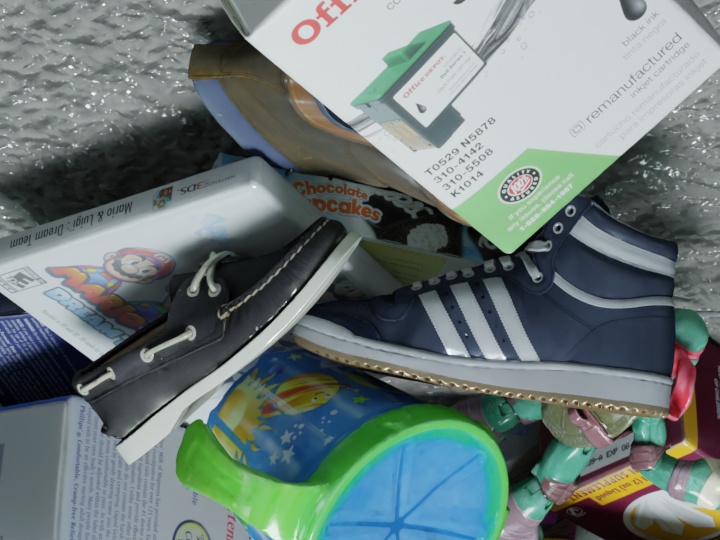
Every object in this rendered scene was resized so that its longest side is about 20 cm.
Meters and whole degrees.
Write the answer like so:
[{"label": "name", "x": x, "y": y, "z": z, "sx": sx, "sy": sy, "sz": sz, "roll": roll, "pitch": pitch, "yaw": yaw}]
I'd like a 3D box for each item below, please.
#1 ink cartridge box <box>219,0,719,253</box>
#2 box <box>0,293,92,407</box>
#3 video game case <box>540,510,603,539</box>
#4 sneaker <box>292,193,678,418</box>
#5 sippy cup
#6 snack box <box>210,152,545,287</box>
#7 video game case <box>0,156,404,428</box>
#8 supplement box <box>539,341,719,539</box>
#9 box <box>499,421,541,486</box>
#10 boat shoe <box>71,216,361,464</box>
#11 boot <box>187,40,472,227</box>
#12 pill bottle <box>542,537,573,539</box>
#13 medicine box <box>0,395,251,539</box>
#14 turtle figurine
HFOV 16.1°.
[{"label": "ink cartridge box", "x": 0.046, "y": -0.121, "z": 1.144, "sx": 0.146, "sy": 0.084, "sz": 0.200, "roll": -43, "pitch": 132, "yaw": 13}, {"label": "box", "x": -0.226, "y": 0.051, "z": 1.493, "sx": 0.200, "sy": 0.032, "sz": 0.121, "roll": -6, "pitch": 146, "yaw": 14}, {"label": "video game case", "x": 0.064, "y": 0.224, "z": 1.590, "sx": 0.200, "sy": 0.036, "sz": 0.181, "roll": -29, "pitch": 147, "yaw": -23}, {"label": "sneaker", "x": 0.069, "y": 0.009, "z": 1.318, "sx": 0.200, "sy": 0.109, "sz": 0.070, "roll": 9, "pitch": 177, "yaw": 13}, {"label": "sippy cup", "x": -0.013, "y": 0.110, "z": 1.358, "sx": 0.140, "sy": 0.130, "sz": 0.178, "roll": -42, "pitch": 135, "yaw": -13}, {"label": "snack box", "x": 0.000, "y": 0.000, "z": 1.404, "sx": 0.200, "sy": 0.037, "sz": 0.116, "roll": 13, "pitch": 146, "yaw": -15}, {"label": "video game case", "x": -0.076, "y": 0.018, "z": 1.380, "sx": 0.182, "sy": 0.024, "sz": 0.200, "roll": -16, "pitch": 143, "yaw": 28}, {"label": "supplement box", "x": 0.211, "y": 0.124, "z": 1.534, "sx": 0.110, "sy": 0.086, "sz": 0.200, "roll": -28, "pitch": 136, "yaw": 35}, {"label": "box", "x": 0.034, "y": 0.182, "z": 1.576, "sx": 0.156, "sy": 0.041, "sz": 0.200, "roll": -25, "pitch": 148, "yaw": -27}, {"label": "boat shoe", "x": -0.077, "y": 0.026, "z": 1.314, "sx": 0.060, "sy": 0.074, "sz": 0.200, "roll": 48, "pitch": 130, "yaw": -1}, {"label": "boot", "x": 0.003, "y": -0.076, "z": 1.290, "sx": 0.097, "sy": 0.075, "sz": 0.200, "roll": 6, "pitch": 163, "yaw": 38}, {"label": "pill bottle", "x": 0.167, "y": 0.216, "z": 1.490, "sx": 0.200, "sy": 0.112, "sz": 0.111, "roll": 7, "pitch": 146, "yaw": -18}, {"label": "medicine box", "x": -0.165, "y": 0.154, "z": 1.521, "sx": 0.182, "sy": 0.103, "sz": 0.200, "roll": -11, "pitch": 158, "yaw": 40}, {"label": "turtle figurine", "x": 0.140, "y": 0.068, "z": 1.395, "sx": 0.101, "sy": 0.150, "sz": 0.200, "roll": 26, "pitch": 133, "yaw": -37}]
